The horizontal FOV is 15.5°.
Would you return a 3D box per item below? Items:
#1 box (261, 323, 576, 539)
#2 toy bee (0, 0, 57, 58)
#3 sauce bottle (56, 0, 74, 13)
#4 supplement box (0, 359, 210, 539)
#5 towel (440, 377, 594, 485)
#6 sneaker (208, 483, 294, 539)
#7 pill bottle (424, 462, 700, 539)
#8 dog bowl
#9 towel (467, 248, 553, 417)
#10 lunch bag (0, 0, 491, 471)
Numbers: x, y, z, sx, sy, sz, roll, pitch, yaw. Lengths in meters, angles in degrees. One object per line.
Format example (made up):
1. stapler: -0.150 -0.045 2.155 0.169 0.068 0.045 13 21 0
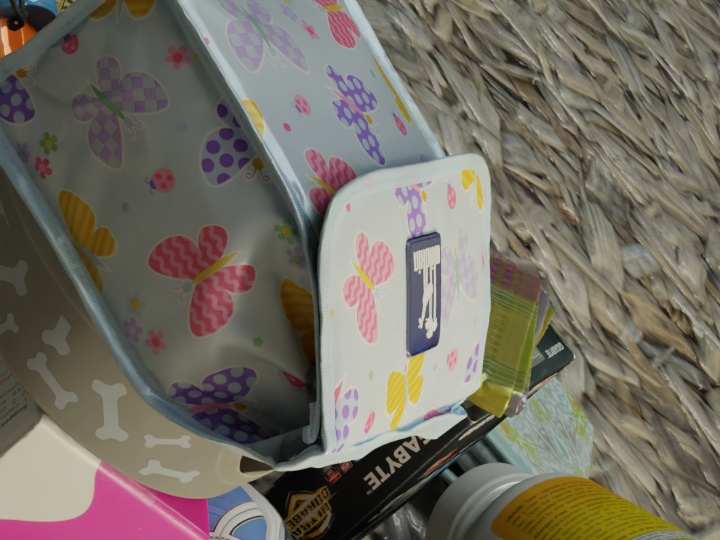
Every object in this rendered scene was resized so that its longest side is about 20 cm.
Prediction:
1. box: 0.018 0.093 1.367 0.046 0.159 0.200 50 19 7
2. toy bee: -0.205 -0.112 1.345 0.200 0.109 0.131 74 6 -49
3. sauce bottle: -0.168 -0.152 1.527 0.200 0.065 0.065 21 36 -52
4. supplement box: -0.138 0.058 1.173 0.101 0.103 0.200 40 22 -28
5. towel: 0.068 0.076 1.611 0.200 0.048 0.171 49 19 -13
6. sneaker: -0.072 0.153 1.192 0.077 0.076 0.200 34 22 -39
7. pill bottle: 0.123 0.176 1.440 0.113 0.113 0.200 36 -6 -37
8. dog bowl: -0.092 0.010 1.125 0.200 0.059 0.200 42 23 -22
9. towel: 0.000 0.000 1.278 0.200 0.023 0.144 25 26 -2
10. lunch bag: -0.031 -0.021 1.051 0.200 0.127 0.170 61 25 10
